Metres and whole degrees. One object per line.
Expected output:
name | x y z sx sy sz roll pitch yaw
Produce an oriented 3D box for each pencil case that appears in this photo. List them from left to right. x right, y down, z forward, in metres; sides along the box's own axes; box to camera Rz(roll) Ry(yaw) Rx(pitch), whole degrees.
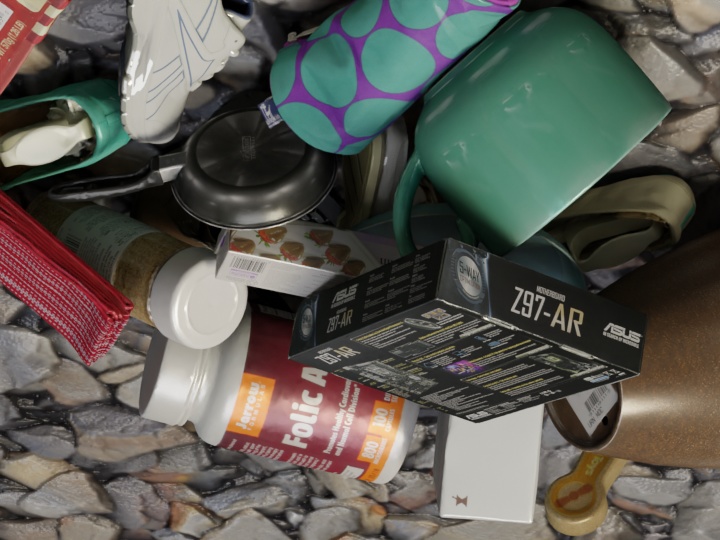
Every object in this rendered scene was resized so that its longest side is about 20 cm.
pencil case | 0.020 -0.157 1.604 0.092 0.085 0.200 53 132 3

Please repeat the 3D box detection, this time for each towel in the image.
towel | -0.231 0.004 1.764 0.145 0.022 0.200 41 164 -1

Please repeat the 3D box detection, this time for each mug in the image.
mug | 0.100 -0.090 1.604 0.114 0.185 0.152 49 151 -1

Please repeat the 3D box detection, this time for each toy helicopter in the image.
toy helicopter | 0.205 0.121 1.849 0.132 0.200 0.079 21 148 23

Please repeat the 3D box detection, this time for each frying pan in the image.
frying pan | -0.108 -0.080 1.676 0.190 0.115 0.031 12 138 15

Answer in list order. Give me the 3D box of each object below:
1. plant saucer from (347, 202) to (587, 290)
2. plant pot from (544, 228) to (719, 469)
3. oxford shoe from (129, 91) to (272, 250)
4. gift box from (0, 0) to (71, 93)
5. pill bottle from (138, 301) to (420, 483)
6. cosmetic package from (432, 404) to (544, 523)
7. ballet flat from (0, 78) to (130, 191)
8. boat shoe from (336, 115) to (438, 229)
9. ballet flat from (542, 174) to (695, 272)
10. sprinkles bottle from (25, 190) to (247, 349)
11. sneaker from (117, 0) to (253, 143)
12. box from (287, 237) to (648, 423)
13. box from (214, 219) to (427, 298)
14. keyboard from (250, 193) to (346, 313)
plant saucer | 0.062 0.008 1.754 0.200 0.027 0.200 1 147 1
plant pot | 0.232 0.063 1.722 0.200 0.187 0.187 -10 153 -33
oxford shoe | -0.115 -0.045 1.771 0.073 0.085 0.200 21 142 -22
gift box | -0.204 -0.230 1.447 0.200 0.187 0.185 37 133 -14
pill bottle | -0.061 0.088 1.882 0.200 0.114 0.114 14 142 -12
cosmetic package | 0.096 0.124 1.867 0.071 0.102 0.200 5 -175 0
ballet flat | -0.252 -0.088 1.735 0.200 0.070 0.067 -16 99 23
boat shoe | 0.023 -0.046 1.769 0.068 0.075 0.200 -3 146 -8
ballet flat | 0.145 -0.024 1.782 0.200 0.070 0.069 -13 139 23
sprinkles bottle | -0.166 -0.004 1.761 0.200 0.068 0.068 23 162 45
sneaker | -0.118 -0.152 1.642 0.087 0.075 0.200 4 144 -7
box | 0.068 0.045 1.636 0.160 0.044 0.200 20 158 -24
box | 0.000 0.000 1.688 0.200 0.039 0.041 11 147 -13
keyboard | -0.031 0.010 1.885 0.127 0.021 0.200 -18 136 28
